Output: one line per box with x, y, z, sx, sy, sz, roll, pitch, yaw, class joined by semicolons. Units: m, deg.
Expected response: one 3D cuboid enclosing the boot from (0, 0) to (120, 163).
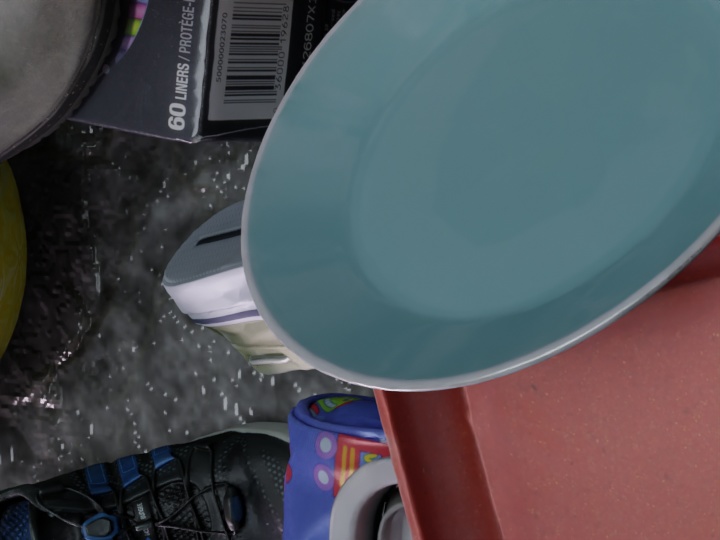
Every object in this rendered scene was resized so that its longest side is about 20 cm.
-0.177;-0.061;0.818;0.068;0.130;0.200;52;122;19;boot

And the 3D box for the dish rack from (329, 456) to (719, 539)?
0.070;0.164;0.774;0.171;0.043;0.201;9;106;28;dish rack

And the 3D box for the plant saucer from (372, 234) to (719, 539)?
0.113;0.085;0.687;0.199;0.037;0.201;-13;95;31;plant saucer

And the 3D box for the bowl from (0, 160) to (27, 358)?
-0.221;0.029;0.984;0.199;0.201;0.108;4;138;35;bowl

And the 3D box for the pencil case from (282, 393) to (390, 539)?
0.010;0.144;0.862;0.086;0.078;0.202;4;96;4;pencil case

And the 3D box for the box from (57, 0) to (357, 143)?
-0.102;-0.123;0.903;0.199;0.106;0.123;12;100;35;box

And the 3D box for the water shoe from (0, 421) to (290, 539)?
-0.097;0.113;0.934;0.199;0.079;0.072;-18;83;35;water shoe

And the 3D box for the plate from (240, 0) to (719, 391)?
0.052;-0.043;0.700;0.199;0.026;0.201;-23;43;23;plate

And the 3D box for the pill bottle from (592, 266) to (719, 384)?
0.134;-0.006;0.741;0.200;0.111;0.112;-36;73;32;pill bottle

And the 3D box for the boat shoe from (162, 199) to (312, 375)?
0.000;0.000;0.843;0.062;0.072;0.200;45;155;-22;boat shoe
